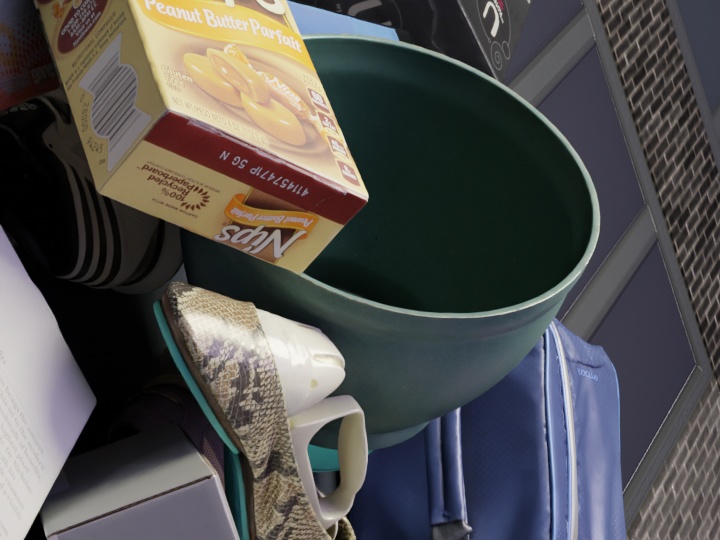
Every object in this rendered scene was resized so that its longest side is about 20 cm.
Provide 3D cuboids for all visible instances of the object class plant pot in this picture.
[{"bbox_3d":[0.000,0.000,1.262,0.201,0.199,0.135,-70,180,-50],"label":"plant pot"}]

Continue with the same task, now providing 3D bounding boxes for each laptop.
[{"bbox_3d":[-0.046,-0.175,1.373,0.177,0.103,0.201,-105,175,-71],"label":"laptop"}]

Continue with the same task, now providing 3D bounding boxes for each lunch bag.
[{"bbox_3d":[0.066,0.119,1.498,0.132,0.135,0.201,31,52,-57],"label":"lunch bag"}]

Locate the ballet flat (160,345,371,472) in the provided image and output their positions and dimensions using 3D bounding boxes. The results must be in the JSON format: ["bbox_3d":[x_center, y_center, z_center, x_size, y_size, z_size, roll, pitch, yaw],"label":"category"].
[{"bbox_3d":[-0.043,0.062,1.380,0.062,0.067,0.200,51,10,21],"label":"ballet flat"}]

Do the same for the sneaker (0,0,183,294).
[{"bbox_3d":[-0.134,-0.091,1.238,0.115,0.075,0.202,5,76,-67],"label":"sneaker"}]

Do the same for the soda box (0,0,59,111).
[{"bbox_3d":[-0.205,-0.083,1.096,0.200,0.063,0.069,-33,108,-65],"label":"soda box"}]

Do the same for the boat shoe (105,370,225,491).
[{"bbox_3d":[-0.077,0.151,1.265,0.073,0.074,0.201,-23,92,-54],"label":"boat shoe"}]

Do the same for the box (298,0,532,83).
[{"bbox_3d":[0.039,-0.201,1.631,0.123,0.106,0.200,61,29,-27],"label":"box"}]

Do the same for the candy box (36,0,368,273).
[{"bbox_3d":[-0.079,-0.099,1.165,0.115,0.055,0.201,23,32,-38],"label":"candy box"}]

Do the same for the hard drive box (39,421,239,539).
[{"bbox_3d":[-0.074,0.180,1.144,0.156,0.076,0.201,-158,-131,-80],"label":"hard drive box"}]

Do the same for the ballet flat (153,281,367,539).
[{"bbox_3d":[-0.037,0.066,1.168,0.201,0.075,0.068,76,-5,-47],"label":"ballet flat"}]

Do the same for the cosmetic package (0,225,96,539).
[{"bbox_3d":[-0.185,0.078,1.048,0.102,0.071,0.200,64,27,-26],"label":"cosmetic package"}]
